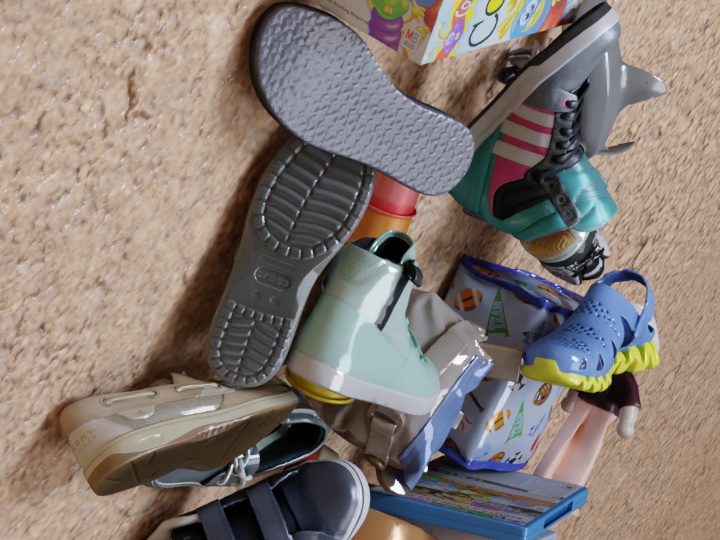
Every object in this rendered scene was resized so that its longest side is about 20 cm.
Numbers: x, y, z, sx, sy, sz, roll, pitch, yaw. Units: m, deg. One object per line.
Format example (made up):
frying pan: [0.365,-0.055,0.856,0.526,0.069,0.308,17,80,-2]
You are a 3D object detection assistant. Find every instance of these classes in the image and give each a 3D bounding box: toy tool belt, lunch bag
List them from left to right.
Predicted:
toy tool belt: [0.038,0.122,1.527,0.200,0.123,0.125,-57,-168,-3]
lunch bag: [0.133,0.088,1.718,0.200,0.124,0.170,12,107,-58]

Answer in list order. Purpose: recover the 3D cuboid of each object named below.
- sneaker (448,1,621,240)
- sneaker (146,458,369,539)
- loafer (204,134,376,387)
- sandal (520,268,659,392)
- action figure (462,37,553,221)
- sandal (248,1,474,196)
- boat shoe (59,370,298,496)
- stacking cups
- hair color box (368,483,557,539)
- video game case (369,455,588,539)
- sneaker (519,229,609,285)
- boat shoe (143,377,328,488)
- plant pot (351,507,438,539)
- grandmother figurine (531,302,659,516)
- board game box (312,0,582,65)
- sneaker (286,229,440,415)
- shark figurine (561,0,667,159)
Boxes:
sneaker: [0.147,-0.090,1.357,0.200,0.121,0.084,-47,178,41]
sneaker: [-0.088,0.203,1.405,0.200,0.079,0.079,-32,161,14]
loafer: [-0.053,-0.019,1.302,0.201,0.075,0.070,-62,-170,4]
sandal: [0.196,0.050,1.605,0.200,0.079,0.087,-19,118,-60]
action figure: [0.127,-0.104,1.507,0.200,0.069,0.130,88,24,-67]
sandal: [-0.006,-0.107,1.238,0.200,0.043,0.076,35,91,-41]
boat shoe: [-0.120,0.098,1.291,0.200,0.065,0.072,-13,151,-51]
stacking cups: [0.000,0.000,1.438,0.060,0.060,0.201,-12,126,-59]
hair color box: [0.067,0.260,1.675,0.061,0.199,0.099,-4,104,-62]
video game case: [0.103,0.196,1.632,0.200,0.143,0.018,-8,108,-69]
sneaker: [0.182,-0.028,1.603,0.076,0.088,0.200,-43,-171,6]
boat shoe: [-0.094,0.125,1.392,0.200,0.062,0.073,-13,131,-59]
plant pot: [-0.019,0.270,1.582,0.200,0.199,0.141,50,57,-66]
grandmother figurine: [0.218,0.124,1.741,0.060,0.121,0.201,25,91,-35]
board game box: [0.070,-0.215,1.234,0.200,0.105,0.103,-22,139,-52]
sneaker: [0.028,0.036,1.368,0.119,0.074,0.200,-65,156,3]
shark figurine: [0.208,-0.140,1.562,0.215,0.089,0.129,80,8,-50]
